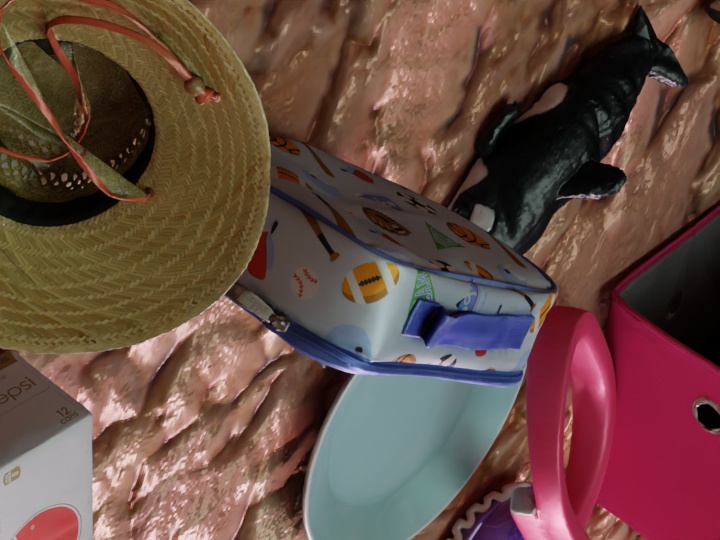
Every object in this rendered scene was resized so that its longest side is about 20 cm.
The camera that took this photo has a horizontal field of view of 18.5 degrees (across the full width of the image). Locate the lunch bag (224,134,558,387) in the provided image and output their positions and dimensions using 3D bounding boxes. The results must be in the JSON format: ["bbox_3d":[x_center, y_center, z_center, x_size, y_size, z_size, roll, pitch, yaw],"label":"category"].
[{"bbox_3d":[0.000,0.000,1.077,0.200,0.160,0.076,7,113,-57],"label":"lunch bag"}]

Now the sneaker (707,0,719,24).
[{"bbox_3d":[0.309,-0.186,1.416,0.200,0.076,0.116,9,113,-54],"label":"sneaker"}]

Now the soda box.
[{"bbox_3d":[-0.172,0.140,1.061,0.068,0.064,0.201,-31,142,-36],"label":"soda box"}]

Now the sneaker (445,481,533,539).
[{"bbox_3d":[0.079,0.237,1.476,0.201,0.088,0.081,-55,147,-8],"label":"sneaker"}]

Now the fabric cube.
[{"bbox_3d":[0.290,0.090,1.532,0.200,0.196,0.200,-33,144,-34],"label":"fabric cube"}]

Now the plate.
[{"bbox_3d":[0.029,0.086,1.329,0.200,0.026,0.201,-36,144,-32],"label":"plate"}]

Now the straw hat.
[{"bbox_3d":[-0.124,-0.068,0.908,0.085,0.199,0.202,-87,-179,-50],"label":"straw hat"}]

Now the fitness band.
[{"bbox_3d":[0.131,0.106,1.420,0.200,0.037,0.145,59,37,-63],"label":"fitness band"}]

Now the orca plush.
[{"bbox_3d":[0.131,-0.061,1.289,0.200,0.071,0.106,-37,144,-29],"label":"orca plush"}]
